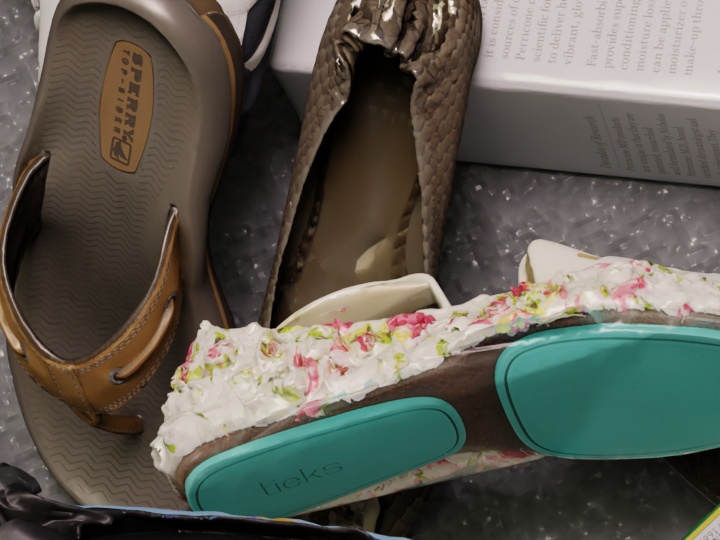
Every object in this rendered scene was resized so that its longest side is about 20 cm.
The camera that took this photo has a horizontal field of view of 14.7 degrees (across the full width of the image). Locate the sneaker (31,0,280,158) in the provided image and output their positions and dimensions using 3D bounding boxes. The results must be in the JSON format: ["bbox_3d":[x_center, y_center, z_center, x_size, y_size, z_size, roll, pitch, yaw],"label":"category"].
[{"bbox_3d":[-0.085,-0.087,0.911,0.199,0.079,0.130,1,81,51],"label":"sneaker"}]

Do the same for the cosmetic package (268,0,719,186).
[{"bbox_3d":[0.081,-0.088,0.906,0.200,0.071,0.102,7,71,15],"label":"cosmetic package"}]

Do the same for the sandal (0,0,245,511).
[{"bbox_3d":[-0.076,0.001,0.847,0.082,0.200,0.055,22,38,14],"label":"sandal"}]

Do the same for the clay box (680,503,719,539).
[{"bbox_3d":[0.189,0.115,0.762,0.200,0.048,0.115,46,121,7],"label":"clay box"}]

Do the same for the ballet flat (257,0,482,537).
[{"bbox_3d":[0.000,0.000,0.861,0.067,0.046,0.200,13,100,13],"label":"ballet flat"}]

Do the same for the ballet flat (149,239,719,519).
[{"bbox_3d":[0.035,0.024,0.812,0.200,0.076,0.064,-10,50,5],"label":"ballet flat"}]

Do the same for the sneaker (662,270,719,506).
[{"bbox_3d":[0.167,0.044,0.847,0.200,0.073,0.085,26,43,28],"label":"sneaker"}]

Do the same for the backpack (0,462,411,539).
[{"bbox_3d":[-0.021,0.139,0.784,0.200,0.183,0.135,7,77,3],"label":"backpack"}]
